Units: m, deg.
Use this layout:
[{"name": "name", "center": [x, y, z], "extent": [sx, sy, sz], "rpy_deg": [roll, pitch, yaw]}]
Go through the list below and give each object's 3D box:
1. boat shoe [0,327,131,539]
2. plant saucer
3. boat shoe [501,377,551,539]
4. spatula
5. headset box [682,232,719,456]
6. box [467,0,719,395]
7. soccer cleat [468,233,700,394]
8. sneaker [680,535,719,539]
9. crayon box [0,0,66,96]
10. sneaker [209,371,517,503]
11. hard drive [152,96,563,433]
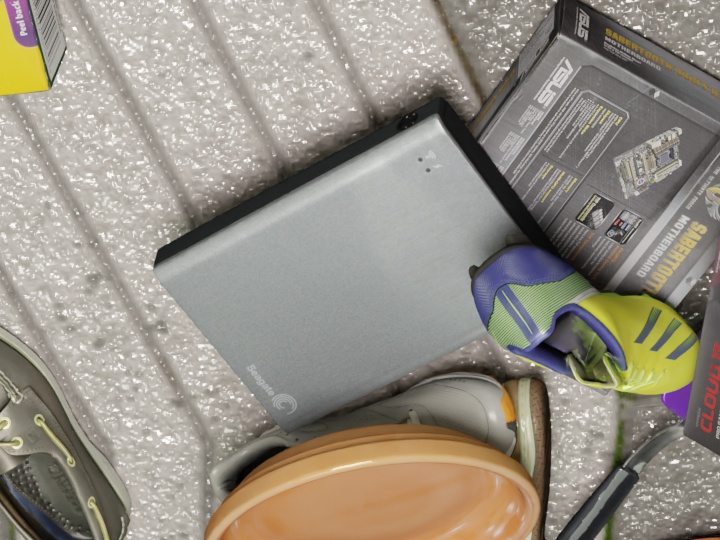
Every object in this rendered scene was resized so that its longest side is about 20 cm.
[{"name": "boat shoe", "center": [-0.214, 0.110, 1.721], "extent": [0.072, 0.060, 0.202], "rpy_deg": [-26, 117, 20]}, {"name": "plant saucer", "center": [0.005, 0.142, 1.617], "extent": [0.200, 0.037, 0.200], "rpy_deg": [-8, 150, -5]}, {"name": "boat shoe", "center": [0.078, 0.150, 1.716], "extent": [0.076, 0.072, 0.200], "rpy_deg": [7, 124, 8]}, {"name": "spatula", "center": [0.177, 0.116, 1.695], "extent": [0.057, 0.021, 0.200], "rpy_deg": [30, 114, -21]}, {"name": "headset box", "center": [0.267, 0.051, 1.522], "extent": [0.075, 0.200, 0.149], "rpy_deg": [-7, 115, -36]}, {"name": "box", "center": [0.130, -0.040, 1.597], "extent": [0.158, 0.048, 0.200], "rpy_deg": [27, 122, -12]}, {"name": "soccer cleat", "center": [0.134, 0.044, 1.544], "extent": [0.065, 0.084, 0.200], "rpy_deg": [-42, 141, 19]}, {"name": "sneaker", "center": [0.215, 0.257, 1.777], "extent": [0.112, 0.078, 0.200], "rpy_deg": [-2, 112, 12]}, {"name": "crayon box", "center": [-0.273, -0.190, 1.534], "extent": [0.172, 0.058, 0.200], "rpy_deg": [-5, 122, 10]}, {"name": "sneaker", "center": [0.000, 0.116, 1.657], "extent": [0.200, 0.092, 0.076], "rpy_deg": [-20, 86, 29]}, {"name": "hard drive", "center": [0.000, 0.000, 1.589], "extent": [0.200, 0.033, 0.140], "rpy_deg": [-27, 117, 22]}]
